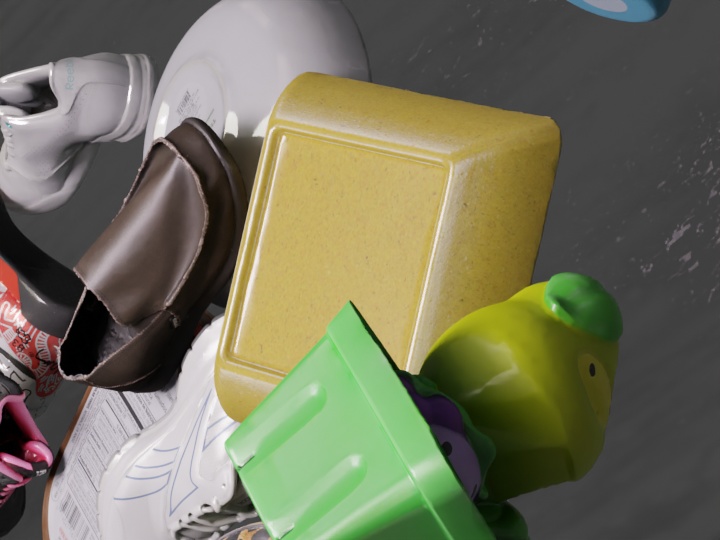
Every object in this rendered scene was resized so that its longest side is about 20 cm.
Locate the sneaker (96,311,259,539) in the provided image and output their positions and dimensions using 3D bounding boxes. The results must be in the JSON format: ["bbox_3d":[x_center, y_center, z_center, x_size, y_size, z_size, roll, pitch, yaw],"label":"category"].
[{"bbox_3d":[-0.089,0.116,1.713,0.200,0.074,0.087,-60,43,28],"label":"sneaker"}]

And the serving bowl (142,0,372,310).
[{"bbox_3d":[-0.074,-0.076,1.745,0.200,0.066,0.201,-23,62,52],"label":"serving bowl"}]

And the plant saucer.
[{"bbox_3d":[0.000,0.000,1.585,0.199,0.048,0.201,14,92,42],"label":"plant saucer"}]

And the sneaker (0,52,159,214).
[{"bbox_3d":[-0.211,-0.097,1.933,0.200,0.088,0.076,-36,54,53],"label":"sneaker"}]

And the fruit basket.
[{"bbox_3d":[0.059,0.097,1.427,0.216,0.215,0.156,-61,38,26],"label":"fruit basket"}]

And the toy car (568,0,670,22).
[{"bbox_3d":[0.184,-0.213,1.353,0.199,0.177,0.185,13,78,29],"label":"toy car"}]

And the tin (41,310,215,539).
[{"bbox_3d":[-0.139,0.112,1.819,0.112,0.042,0.201,50,122,45],"label":"tin"}]

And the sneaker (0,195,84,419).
[{"bbox_3d":[-0.259,0.012,1.963,0.201,0.067,0.108,42,119,31],"label":"sneaker"}]

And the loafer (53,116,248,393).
[{"bbox_3d":[-0.122,0.001,1.698,0.073,0.071,0.201,46,133,30],"label":"loafer"}]

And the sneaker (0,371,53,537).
[{"bbox_3d":[-0.234,0.118,1.878,0.095,0.200,0.079,24,61,22],"label":"sneaker"}]

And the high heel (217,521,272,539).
[{"bbox_3d":[-0.033,0.209,1.595,0.200,0.071,0.143,-11,66,46],"label":"high heel"}]
